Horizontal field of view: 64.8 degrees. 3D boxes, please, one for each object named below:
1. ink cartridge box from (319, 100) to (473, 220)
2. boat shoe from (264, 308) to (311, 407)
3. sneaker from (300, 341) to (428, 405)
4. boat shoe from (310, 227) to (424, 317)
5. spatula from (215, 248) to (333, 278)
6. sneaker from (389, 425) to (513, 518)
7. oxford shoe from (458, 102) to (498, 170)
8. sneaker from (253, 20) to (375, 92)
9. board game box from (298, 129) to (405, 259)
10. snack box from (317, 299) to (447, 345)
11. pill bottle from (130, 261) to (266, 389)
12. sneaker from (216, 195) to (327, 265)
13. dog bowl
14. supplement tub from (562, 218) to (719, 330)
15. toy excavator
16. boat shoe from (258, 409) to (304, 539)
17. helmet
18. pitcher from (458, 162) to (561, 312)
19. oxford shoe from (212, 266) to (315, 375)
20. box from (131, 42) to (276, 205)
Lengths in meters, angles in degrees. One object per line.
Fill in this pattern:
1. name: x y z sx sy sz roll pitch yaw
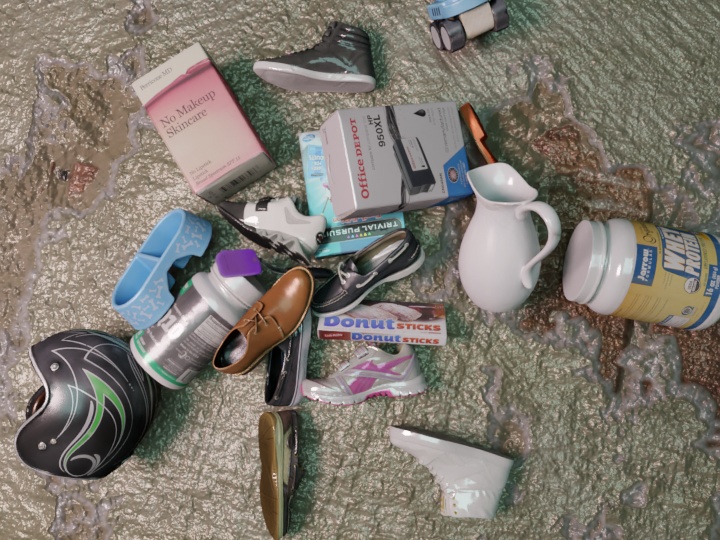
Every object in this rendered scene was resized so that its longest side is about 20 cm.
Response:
1. ink cartridge box: 0.053 -0.164 0.845 0.198 0.084 0.146 -11 89 -22
2. boat shoe: -0.124 0.114 0.888 0.066 0.070 0.203 2 94 -39
3. sneaker: 0.003 0.158 0.885 0.198 0.081 0.089 -7 83 -11
4. boat shoe: 0.000 0.000 0.868 0.199 0.060 0.076 -33 43 5
5. spatula: -0.125 -0.004 0.872 0.021 0.198 0.057 -55 45 30
6. sneaker: 0.127 0.316 0.873 0.198 0.074 0.117 18 85 2
7. oxford shoe: 0.186 -0.161 0.908 0.072 0.071 0.202 -25 82 21
8. sneaker: -0.072 -0.350 0.921 0.198 0.071 0.100 3 85 -4
9. board game box: -0.012 -0.129 0.915 0.149 0.047 0.202 -8 86 2
10. snack box: 0.035 0.080 0.893 0.197 0.072 0.024 3 132 2
11. pill bottle: -0.246 0.076 0.880 0.200 0.113 0.113 -45 86 -1
12. sneaker: -0.136 -0.082 0.894 0.199 0.074 0.089 24 74 25
13. dog bowl: -0.309 -0.009 0.874 0.111 0.050 0.201 10 67 46
14. supplement tub: 0.419 0.003 0.843 0.198 0.145 0.146 10 87 2
15. toy excavator: 0.138 -0.464 0.893 0.099 0.195 0.201 -23 114 1
16. boat shoe: -0.118 0.317 0.884 0.064 0.073 0.203 -5 99 -33
17. helmet: -0.405 0.188 0.843 0.198 0.200 0.192 23 85 3
18. pitcher: 0.215 -0.029 0.814 0.120 0.172 0.202 -16 125 -16
19. oxford shoe: -0.140 0.076 0.829 0.071 0.071 0.201 40 94 18
20. box: -0.243 -0.226 0.898 0.127 0.109 0.201 -32 87 1
